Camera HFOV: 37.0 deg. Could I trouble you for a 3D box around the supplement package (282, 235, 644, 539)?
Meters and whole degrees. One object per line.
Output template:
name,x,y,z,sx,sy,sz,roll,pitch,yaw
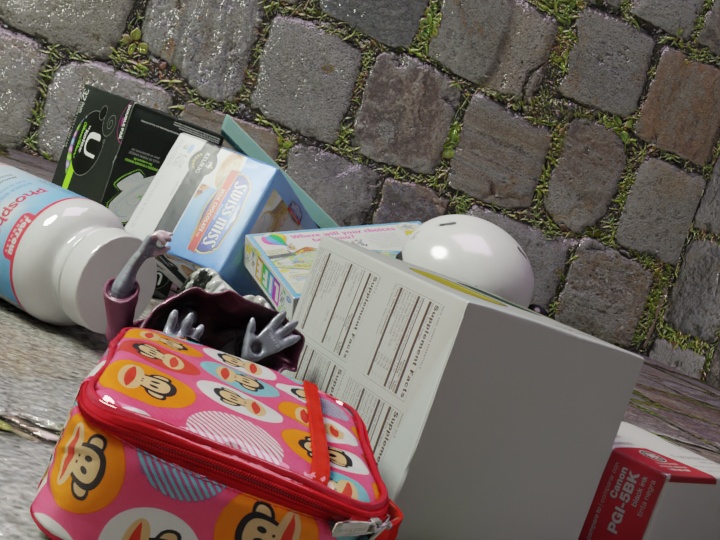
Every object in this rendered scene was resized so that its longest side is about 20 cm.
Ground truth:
supplement package,0.053,0.084,0.736,0.151,0.151,0.200,18,4,-30

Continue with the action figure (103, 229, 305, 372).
action figure,-0.128,0.064,0.755,0.134,0.149,0.200,39,-25,-25

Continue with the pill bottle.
pill bottle,-0.268,-0.018,0.913,0.199,0.109,0.109,21,4,35

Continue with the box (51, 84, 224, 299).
box,-0.271,-0.091,1.240,0.124,0.201,0.148,18,4,-39

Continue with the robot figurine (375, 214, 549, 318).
robot figurine,0.069,0.047,0.938,0.150,0.201,0.125,-8,41,-45

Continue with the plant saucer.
plant saucer,-0.088,-0.097,1.233,0.200,0.019,0.070,44,-7,-6

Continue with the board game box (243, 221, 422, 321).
board game box,0.000,0.000,1.067,0.199,0.034,0.134,-6,30,-25

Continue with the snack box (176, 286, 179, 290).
snack box,-0.211,-0.014,1.421,0.024,0.072,0.200,20,3,-5

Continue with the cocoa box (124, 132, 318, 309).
cocoa box,-0.138,-0.032,1.183,0.131,0.134,0.200,22,-16,24

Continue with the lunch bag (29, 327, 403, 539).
lunch bag,-0.059,0.100,0.543,0.175,0.082,0.200,23,5,-8

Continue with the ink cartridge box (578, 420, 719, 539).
ink cartridge box,0.174,0.156,0.839,0.200,0.083,0.146,23,6,43

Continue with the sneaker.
sneaker,-0.120,0.054,1.016,0.081,0.075,0.200,37,-6,-34
